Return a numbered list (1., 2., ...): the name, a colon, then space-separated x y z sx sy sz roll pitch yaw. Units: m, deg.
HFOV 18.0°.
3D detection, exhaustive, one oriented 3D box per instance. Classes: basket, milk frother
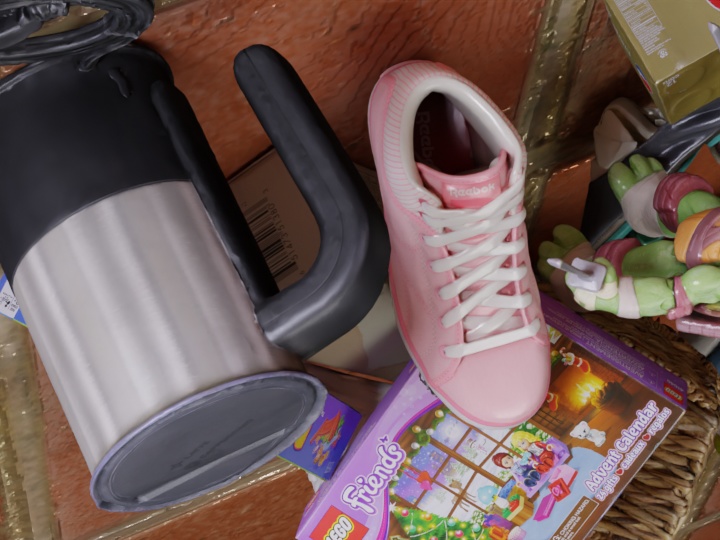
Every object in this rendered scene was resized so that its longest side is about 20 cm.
1. basket: 0.135 0.077 1.486 0.149 0.199 0.143 -49 157 -71
2. milk frother: -0.109 -0.019 1.003 0.180 0.188 0.200 -40 154 26

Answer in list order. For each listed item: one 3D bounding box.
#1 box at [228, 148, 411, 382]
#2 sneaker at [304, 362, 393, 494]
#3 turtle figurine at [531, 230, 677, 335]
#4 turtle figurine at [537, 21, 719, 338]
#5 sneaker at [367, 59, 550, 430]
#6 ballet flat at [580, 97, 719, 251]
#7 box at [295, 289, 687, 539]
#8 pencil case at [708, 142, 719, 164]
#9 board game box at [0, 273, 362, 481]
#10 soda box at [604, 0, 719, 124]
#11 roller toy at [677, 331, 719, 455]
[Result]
1. box: 0.000 0.000 1.289 0.078 0.095 0.200 -34 155 19
2. sneaker: -0.016 0.107 1.402 0.075 0.089 0.200 15 176 -33
3. turtle figurine: 0.172 0.021 1.526 0.149 0.101 0.200 26 149 -12
4. turtle figurine: 0.160 -0.041 1.201 0.199 0.144 0.194 16 173 -22
5. sneaker: 0.053 -0.011 1.157 0.075 0.201 0.105 -16 -176 -8
6. ballet flat: 0.185 -0.088 1.340 0.073 0.073 0.200 2 143 -50
7. box: 0.072 0.108 1.281 0.200 0.137 0.039 -56 -174 25
8. pencil case: 0.293 -0.092 1.426 0.200 0.078 0.090 0 111 -47
9. board game box: -0.096 0.050 1.234 0.045 0.134 0.200 -63 155 -5
10. soda box: 0.236 -0.163 1.238 0.200 0.064 0.068 -29 158 5
11. roller toy: 0.308 0.038 1.614 0.200 0.140 0.182 -47 173 -2
